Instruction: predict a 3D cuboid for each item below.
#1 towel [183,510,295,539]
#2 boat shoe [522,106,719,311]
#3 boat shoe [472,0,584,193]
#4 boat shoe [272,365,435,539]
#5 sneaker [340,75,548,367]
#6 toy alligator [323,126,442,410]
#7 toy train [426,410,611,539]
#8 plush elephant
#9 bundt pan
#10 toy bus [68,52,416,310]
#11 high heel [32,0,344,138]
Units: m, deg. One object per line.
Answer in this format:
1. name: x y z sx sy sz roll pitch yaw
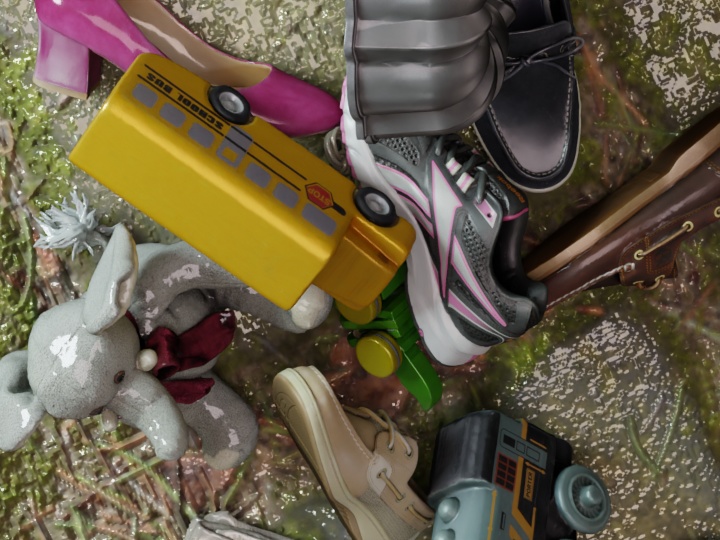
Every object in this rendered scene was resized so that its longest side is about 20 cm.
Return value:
1. towel: -0.082 0.265 1.554 0.132 0.034 0.201 21 103 -8
2. boat shoe: 0.182 -0.024 1.474 0.200 0.070 0.070 -35 100 6
3. boat shoe: 0.098 -0.142 1.442 0.074 0.062 0.201 -8 107 -3
4. boat shoe: 0.000 0.115 1.468 0.065 0.072 0.200 -32 140 -5
5. sneaker: 0.061 -0.046 1.435 0.086 0.080 0.201 -17 101 34
6. toy alligator: 0.000 0.000 1.475 0.054 0.059 0.201 -1 119 41
7. toy train: 0.090 0.186 1.472 0.114 0.201 0.085 29 145 -27
8. plush elephant: -0.137 0.050 1.417 0.200 0.155 0.165 36 124 -4
9. bundt pan: 0.047 -0.169 1.318 0.075 0.202 0.203 5 105 11
10. toy bus: -0.067 -0.045 1.382 0.200 0.078 0.065 35 126 -7
11. high heel: -0.102 -0.143 1.427 0.199 0.067 0.096 14 114 6
